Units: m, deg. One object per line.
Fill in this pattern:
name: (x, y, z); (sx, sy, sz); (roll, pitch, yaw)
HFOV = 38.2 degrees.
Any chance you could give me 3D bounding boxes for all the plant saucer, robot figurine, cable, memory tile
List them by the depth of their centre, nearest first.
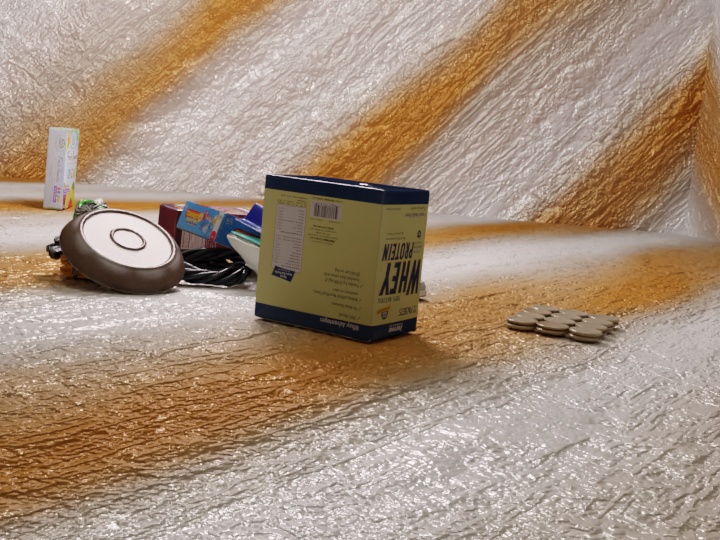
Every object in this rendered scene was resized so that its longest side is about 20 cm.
plant saucer: (-0.363, -0.039, 1.612); (0.198, 0.032, 0.201); (20, 29, -12)
memory tile: (0.320, 0.082, 1.643); (0.152, 0.017, 0.200); (9, 9, 23)
robot figurine: (-0.423, -0.029, 1.690); (0.143, 0.059, 0.200); (6, 14, 3)
cable: (-0.275, -0.011, 1.744); (0.198, 0.052, 0.162); (12, 10, 33)

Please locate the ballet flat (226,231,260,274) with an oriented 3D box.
ballet flat: (-0.132, -0.009, 1.724); (0.198, 0.070, 0.069); (15, 4, -20)

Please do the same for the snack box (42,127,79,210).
snack box: (-0.759, -0.260, 2.643); (0.052, 0.203, 0.142); (6, 7, -5)

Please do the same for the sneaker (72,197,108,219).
sneaker: (-0.526, -0.099, 2.072); (0.077, 0.086, 0.199); (-1, 11, -40)

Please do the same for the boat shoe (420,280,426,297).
boat shoe: (0.023, 0.000, 1.801); (0.200, 0.066, 0.074); (19, 12, 21)

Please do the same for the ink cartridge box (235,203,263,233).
ink cartridge box: (-0.126, -0.072, 1.791); (0.099, 0.040, 0.200); (29, 7, 20)

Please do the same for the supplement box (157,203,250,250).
supplement box: (-0.303, -0.084, 2.124); (0.198, 0.087, 0.110); (2, 9, -30)

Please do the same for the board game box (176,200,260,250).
board game box: (-0.210, -0.058, 1.910); (0.199, 0.056, 0.195); (22, -2, -32)

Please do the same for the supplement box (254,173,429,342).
supplement box: (-0.026, -0.023, 1.454); (0.198, 0.203, 0.134); (10, 9, 31)
